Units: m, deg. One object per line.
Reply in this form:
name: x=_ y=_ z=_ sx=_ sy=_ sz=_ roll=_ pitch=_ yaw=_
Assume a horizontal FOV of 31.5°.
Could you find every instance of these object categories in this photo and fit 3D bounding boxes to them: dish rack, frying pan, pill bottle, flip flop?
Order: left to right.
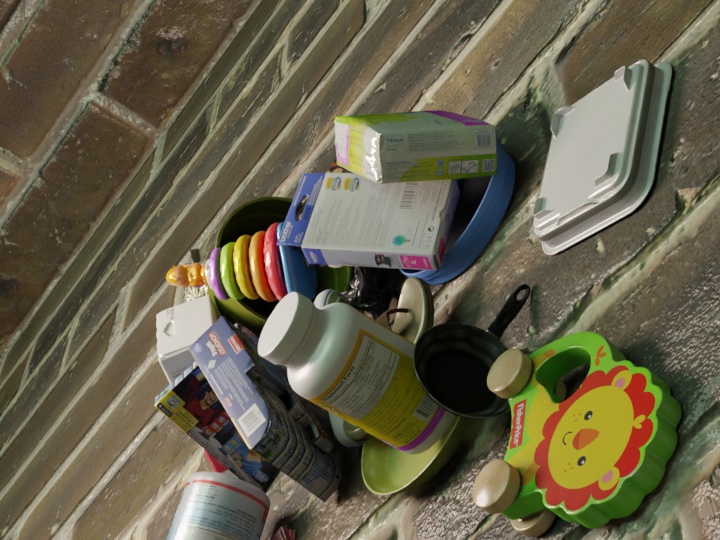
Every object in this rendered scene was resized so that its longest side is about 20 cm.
pill bottle: x=-0.187 y=0.353 z=1.537 sx=0.109 sy=0.109 sz=0.200 roll=-28 pitch=38 yaw=54
pill bottle: x=-0.002 y=0.100 z=1.296 sx=0.104 sy=0.200 sz=0.104 roll=-48 pitch=23 yaw=27
flip flop: x=0.024 y=0.095 z=1.448 sx=0.200 sy=0.057 sz=0.081 roll=-63 pitch=20 yaw=-9
frying pan: x=0.110 y=0.075 z=1.293 sx=0.031 sy=0.115 sz=0.190 roll=115 pitch=170 yaw=-46
dish rack: x=0.245 y=-0.126 z=1.343 sx=0.172 sy=0.043 sz=0.200 roll=-32 pitch=35 yaw=50

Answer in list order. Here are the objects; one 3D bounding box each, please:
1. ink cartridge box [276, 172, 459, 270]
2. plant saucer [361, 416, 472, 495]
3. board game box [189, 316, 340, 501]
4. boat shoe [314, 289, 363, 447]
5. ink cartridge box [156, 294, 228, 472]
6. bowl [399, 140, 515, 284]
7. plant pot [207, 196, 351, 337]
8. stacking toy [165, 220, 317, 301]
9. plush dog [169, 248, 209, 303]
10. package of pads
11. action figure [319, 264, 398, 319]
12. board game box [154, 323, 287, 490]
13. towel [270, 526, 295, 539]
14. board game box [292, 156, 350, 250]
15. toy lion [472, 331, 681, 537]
ink cartridge box: x=0.010 y=-0.061 z=1.529 sx=0.199 sy=0.042 sz=0.120 roll=4 pitch=56 yaw=19
plant saucer: x=0.071 y=0.156 z=1.380 sx=0.200 sy=0.031 sz=0.200 roll=-49 pitch=22 yaw=28
board game box: x=-0.091 y=0.176 z=1.534 sx=0.062 sy=0.200 sz=0.200 roll=-44 pitch=43 yaw=3
boat shoe: x=-0.008 y=0.111 z=1.532 sx=0.062 sy=0.072 sz=0.201 roll=-26 pitch=64 yaw=29
ink cartridge box: x=-0.207 y=0.155 z=1.776 sx=0.084 sy=0.200 sz=0.145 roll=-22 pitch=25 yaw=0
bowl: x=0.118 y=-0.073 z=1.571 sx=0.201 sy=0.039 sz=0.201 roll=-48 pitch=24 yaw=29
plant pot: x=-0.140 y=0.026 z=1.860 sx=0.193 sy=0.200 sz=0.201 roll=-50 pitch=19 yaw=56
stacking toy: x=-0.164 y=-0.001 z=1.690 sx=0.199 sy=0.110 sz=0.116 roll=-9 pitch=7 yaw=12
plush dog: x=-0.198 y=0.024 z=2.063 sx=0.171 sy=0.161 sz=0.200 roll=-14 pitch=44 yaw=31
package of pads: x=0.058 y=-0.152 z=1.538 sx=0.200 sy=0.154 sz=0.068 roll=-146 pitch=52 yaw=-70
action figure: x=0.000 y=0.000 z=1.646 sx=0.102 sy=0.119 sz=0.200 roll=-12 pitch=35 yaw=23
board game box: x=-0.132 y=0.161 z=1.676 sx=0.200 sy=0.200 sz=0.062 roll=-42 pitch=23 yaw=5
towel: x=-0.129 y=0.416 z=1.506 sx=0.144 sy=0.023 sz=0.200 roll=-48 pitch=23 yaw=30
board game box: x=0.004 y=-0.099 z=1.660 sx=0.135 sy=0.035 sz=0.200 roll=-4 pitch=33 yaw=26
toy lion: x=0.191 y=0.134 z=1.101 sx=0.192 sy=0.069 sz=0.200 roll=-32 pitch=33 yaw=39
